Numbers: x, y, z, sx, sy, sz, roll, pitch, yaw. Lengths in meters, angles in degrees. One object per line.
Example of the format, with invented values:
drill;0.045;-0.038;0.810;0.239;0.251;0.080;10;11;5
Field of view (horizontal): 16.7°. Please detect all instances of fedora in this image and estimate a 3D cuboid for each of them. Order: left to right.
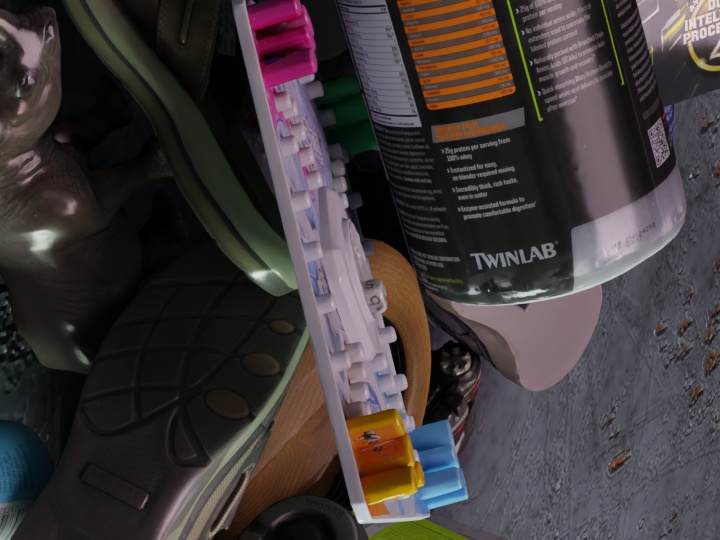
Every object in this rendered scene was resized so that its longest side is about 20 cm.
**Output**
fedora;-0.050;0.068;1.121;0.201;0.082;0.201;-32;132;-43

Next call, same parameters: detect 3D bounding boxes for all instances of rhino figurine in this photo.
rhino figurine;-0.119;-0.031;0.968;0.087;0.060;0.200;-37;139;-12

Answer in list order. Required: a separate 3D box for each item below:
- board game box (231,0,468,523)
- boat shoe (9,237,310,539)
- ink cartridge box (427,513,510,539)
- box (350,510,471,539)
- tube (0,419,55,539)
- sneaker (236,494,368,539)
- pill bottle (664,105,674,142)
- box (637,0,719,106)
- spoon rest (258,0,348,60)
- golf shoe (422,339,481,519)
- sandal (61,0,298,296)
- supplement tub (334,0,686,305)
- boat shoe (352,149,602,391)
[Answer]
board game box;0.000;0.000;0.980;0.200;0.026;0.200;32;44;-80
boat shoe;-0.079;0.072;0.990;0.200;0.074;0.073;-56;165;-10
ink cartridge box;0.062;0.237;1.275;0.145;0.200;0.145;-37;134;-47
box;0.030;0.220;1.135;0.048;0.122;0.200;-21;126;-52
tube;-0.197;0.091;0.917;0.200;0.050;0.077;-4;105;-56
sneaker;-0.051;0.194;1.044;0.200;0.075;0.079;-54;154;-23
pill bottle;0.107;-0.122;1.266;0.111;0.111;0.200;-39;136;-46
box;0.105;-0.147;1.150;0.200;0.049;0.161;-18;117;-25
spoon rest;-0.034;-0.152;1.058;0.200;0.061;0.099;21;84;-60
golf shoe;0.006;0.123;1.255;0.200;0.077;0.088;-52;151;-33
sandal;-0.063;-0.086;0.956;0.201;0.057;0.080;59;13;2
supplement tub;0.057;-0.096;1.028;0.123;0.123;0.200;-36;117;-48
boat shoe;0.054;-0.004;1.248;0.075;0.093;0.200;-54;152;-5
